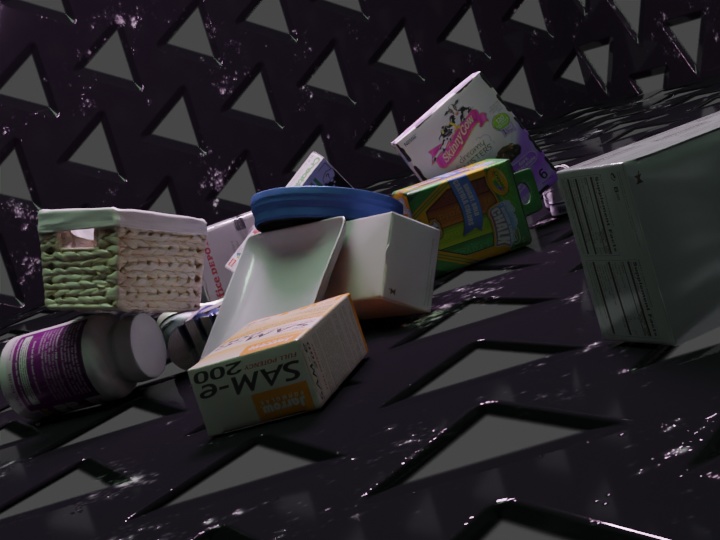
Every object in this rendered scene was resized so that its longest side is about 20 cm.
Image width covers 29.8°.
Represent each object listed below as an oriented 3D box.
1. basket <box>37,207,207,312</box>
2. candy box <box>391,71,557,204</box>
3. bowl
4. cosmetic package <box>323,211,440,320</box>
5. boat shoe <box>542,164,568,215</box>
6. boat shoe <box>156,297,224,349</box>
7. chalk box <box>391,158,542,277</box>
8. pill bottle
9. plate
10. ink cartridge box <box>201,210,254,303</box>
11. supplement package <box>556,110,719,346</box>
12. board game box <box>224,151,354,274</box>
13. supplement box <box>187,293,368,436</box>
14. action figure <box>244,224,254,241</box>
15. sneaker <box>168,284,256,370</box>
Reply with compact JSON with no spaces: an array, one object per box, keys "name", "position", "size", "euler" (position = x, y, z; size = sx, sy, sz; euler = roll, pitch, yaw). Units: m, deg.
[{"name":"basket","position":[-0.299,-0.009,1.710],"size":[0.134,0.126,0.199],"euler":[-1,-4,28]},{"name":"candy box","position":[0.170,-0.164,2.005],"size":[0.167,0.201,0.072],"euler":[-40,6,1]},{"name":"bowl","position":[-0.044,-0.068,1.740],"size":[0.197,0.040,0.201],"euler":[3,-9,0]},{"name":"cosmetic package","position":[0.000,0.000,1.664],"size":[0.084,0.109,0.199],"euler":[18,-15,-36]},{"name":"boat shoe","position":[0.319,-0.134,2.126],"size":[0.073,0.066,0.200],"euler":[-17,8,5]},{"name":"boat shoe","position":[-0.187,0.075,1.915],"size":[0.197,0.073,0.062],"euler":[-13,49,-14]},{"name":"chalk box","position":[0.162,-0.083,1.901],"size":[0.197,0.127,0.124],"euler":[-20,7,-6]},{"name":"pill bottle","position":[-0.350,0.117,1.716],"size":[0.197,0.114,0.112],"euler":[-15,8,23]},{"name":"plate","position":[-0.103,0.037,1.653],"size":[0.198,0.032,0.202],"euler":[-10,52,48]},{"name":"ink cartridge box","position":[-0.168,-0.018,2.134],"size":[0.197,0.147,0.083],"euler":[-20,9,-17]},{"name":"supplement package","position":[0.295,-0.044,1.156],"size":[0.198,0.158,0.111],"euler":[-20,7,-20]},{"name":"board game box","position":[-0.082,-0.046,1.869],"size":[0.201,0.126,0.034],"euler":[-53,39,-6]},{"name":"supplement box","position":[-0.080,0.093,1.386],"size":[0.124,0.075,0.200],"euler":[-16,8,16]},{"name":"action figure","position":[-0.088,-0.055,2.019],"size":[0.134,0.148,0.201],"euler":[-51,11,49]},{"name":"sneaker","position":[-0.167,0.064,1.788],"size":[0.197,0.082,0.115],"euler":[-21,10,-11]}]
